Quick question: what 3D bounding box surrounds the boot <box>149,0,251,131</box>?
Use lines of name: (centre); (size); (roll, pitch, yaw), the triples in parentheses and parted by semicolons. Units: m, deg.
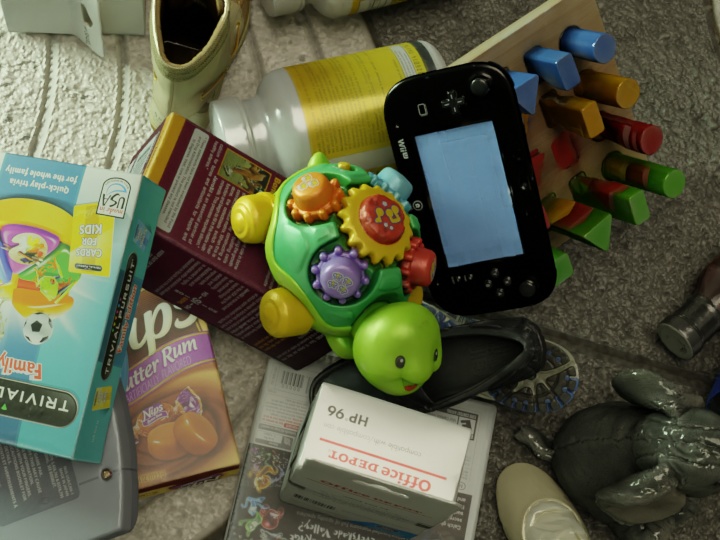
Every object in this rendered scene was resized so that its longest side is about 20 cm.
boot: (-0.136, -0.227, 1.054); (0.073, 0.155, 0.201); (17, 71, -3)

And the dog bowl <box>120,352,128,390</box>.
dog bowl: (-0.282, 0.086, 0.957); (0.199, 0.050, 0.112); (-12, 76, 10)

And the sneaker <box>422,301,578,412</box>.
sneaker: (0.089, 0.073, 1.042); (0.200, 0.085, 0.077); (18, 95, 19)

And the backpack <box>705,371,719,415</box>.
backpack: (0.397, 0.082, 1.013); (0.162, 0.200, 0.168); (35, 62, 6)

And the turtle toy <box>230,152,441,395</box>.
turtle toy: (0.000, 0.000, 0.925); (0.145, 0.101, 0.201); (-8, 74, -37)

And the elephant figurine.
elephant figurine: (0.241, 0.140, 0.969); (0.155, 0.200, 0.142); (-25, 78, -15)

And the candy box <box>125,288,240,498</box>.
candy box: (-0.177, 0.079, 1.006); (0.116, 0.056, 0.201); (-13, 74, -11)

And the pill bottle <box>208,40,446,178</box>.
pill bottle: (-0.024, -0.126, 1.062); (0.199, 0.112, 0.112); (-13, 75, -12)

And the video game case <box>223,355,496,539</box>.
video game case: (0.001, 0.176, 1.018); (0.199, 0.023, 0.182); (14, 71, -4)

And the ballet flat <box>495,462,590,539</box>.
ballet flat: (0.171, 0.246, 0.998); (0.069, 0.069, 0.200); (-20, 76, -14)

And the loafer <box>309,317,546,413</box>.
loafer: (0.047, 0.079, 0.973); (0.200, 0.070, 0.068); (-16, 82, 18)

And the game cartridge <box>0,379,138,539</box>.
game cartridge: (-0.236, 0.109, 0.899); (0.133, 0.040, 0.200); (-22, 75, 11)

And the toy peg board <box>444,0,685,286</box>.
toy peg board: (0.169, -0.102, 1.035); (0.200, 0.098, 0.199); (-35, 120, -17)

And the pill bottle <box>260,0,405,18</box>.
pill bottle: (0.004, -0.293, 1.119); (0.199, 0.111, 0.112); (-17, 76, -14)

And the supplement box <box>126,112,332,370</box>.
supplement box: (-0.098, -0.020, 0.989); (0.200, 0.086, 0.111); (30, 54, -20)

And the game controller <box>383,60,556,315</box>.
game controller: (0.086, -0.061, 0.964); (0.104, 0.042, 0.201); (-13, 107, 10)

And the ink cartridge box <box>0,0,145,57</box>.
ink cartridge box: (-0.250, -0.301, 1.076); (0.125, 0.129, 0.201); (0, 72, -8)

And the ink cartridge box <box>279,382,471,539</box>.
ink cartridge box: (0.010, 0.141, 0.912); (0.116, 0.200, 0.068); (17, 71, -3)

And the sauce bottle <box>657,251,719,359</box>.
sauce bottle: (0.347, 0.003, 1.101); (0.200, 0.066, 0.066); (-41, 82, -17)

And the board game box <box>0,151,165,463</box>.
board game box: (-0.236, 0.022, 0.874); (0.151, 0.047, 0.201); (9, 81, 15)
